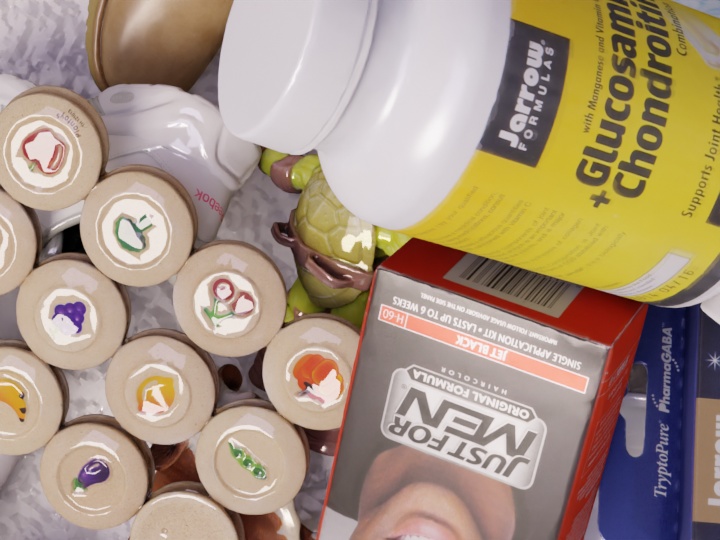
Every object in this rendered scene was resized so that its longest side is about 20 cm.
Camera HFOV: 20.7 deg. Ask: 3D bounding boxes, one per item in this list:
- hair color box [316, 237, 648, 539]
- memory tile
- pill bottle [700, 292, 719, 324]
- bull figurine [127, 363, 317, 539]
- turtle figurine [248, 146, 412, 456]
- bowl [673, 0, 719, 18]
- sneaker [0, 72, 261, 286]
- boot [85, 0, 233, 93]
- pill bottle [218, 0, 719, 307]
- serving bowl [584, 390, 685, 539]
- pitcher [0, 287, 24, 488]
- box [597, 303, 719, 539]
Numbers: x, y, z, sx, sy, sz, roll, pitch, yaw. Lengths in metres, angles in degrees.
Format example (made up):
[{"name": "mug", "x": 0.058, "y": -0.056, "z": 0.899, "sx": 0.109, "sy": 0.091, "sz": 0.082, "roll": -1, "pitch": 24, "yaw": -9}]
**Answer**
[{"name": "hair color box", "x": 0.041, "y": 0.095, "z": 0.802, "sx": 0.101, "sy": 0.061, "sz": 0.202, "roll": 19, "pitch": 114, "yaw": 17}, {"name": "memory tile", "x": -0.104, "y": 0.034, "z": 0.841, "sx": 0.200, "sy": 0.017, "sz": 0.154, "roll": 39, "pitch": 108, "yaw": -4}, {"name": "pill bottle", "x": 0.221, "y": -0.043, "z": 0.753, "sx": 0.112, "sy": 0.113, "sz": 0.201, "roll": 36, "pitch": 96, "yaw": 10}, {"name": "bull figurine", "x": -0.067, "y": 0.140, "z": 0.914, "sx": 0.121, "sy": 0.065, "sz": 0.201, "roll": 36, "pitch": 119, "yaw": 10}, {"name": "turtle figurine", "x": 0.000, "y": 0.000, "z": 0.862, "sx": 0.199, "sy": 0.064, "sz": 0.163, "roll": 33, "pitch": 123, "yaw": 34}, {"name": "bowl", "x": 0.146, "y": -0.200, "z": 0.815, "sx": 0.198, "sy": 0.108, "sz": 0.202, "roll": 0, "pitch": 97, "yaw": -1}, {"name": "sneaker", "x": -0.144, "y": -0.032, "z": 0.895, "sx": 0.199, "sy": 0.078, "sz": 0.100, "roll": 1, "pitch": 62, "yaw": 38}, {"name": "boot", "x": -0.037, "y": -0.125, "z": 0.838, "sx": 0.200, "sy": 0.066, "sz": 0.177, "roll": 37, "pitch": 106, "yaw": 55}, {"name": "pill bottle", "x": 0.053, "y": -0.061, "z": 0.722, "sx": 0.198, "sy": 0.112, "sz": 0.113, "roll": 15, "pitch": 99, "yaw": -26}, {"name": "serving bowl", "x": 0.117, "y": 0.150, "z": 0.876, "sx": 0.198, "sy": 0.066, "sz": 0.202, "roll": 1, "pitch": 94, "yaw": 15}, {"name": "pitcher", "x": -0.242, "y": 0.079, "z": 0.921, "sx": 0.121, "sy": 0.170, "sz": 0.202, "roll": 37, "pitch": 111, "yaw": 56}, {"name": "box", "x": 0.200, "y": 0.064, "z": 0.816, "sx": 0.198, "sy": 0.032, "sz": 0.122, "roll": 6, "pitch": 72, "yaw": -3}]
